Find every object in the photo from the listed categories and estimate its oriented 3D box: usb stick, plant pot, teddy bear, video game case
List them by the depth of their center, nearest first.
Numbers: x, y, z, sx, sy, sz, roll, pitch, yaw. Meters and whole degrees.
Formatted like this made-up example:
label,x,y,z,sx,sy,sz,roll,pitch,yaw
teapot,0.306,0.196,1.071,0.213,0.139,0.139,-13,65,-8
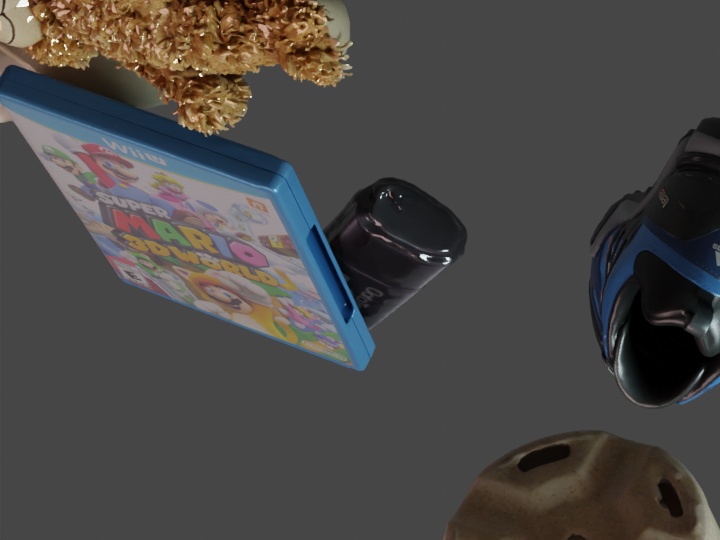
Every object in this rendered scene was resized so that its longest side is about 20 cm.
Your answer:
label,x,y,z,sx,sy,sz,roll,pitch,yaw
teddy bear,-0.089,-0.113,0.863,0.200,0.067,0.145,20,155,28
video game case,-0.076,-0.020,1.024,0.143,0.018,0.200,20,161,20
usb stick,0.000,0.000,1.057,0.055,0.033,0.200,26,161,-7
plant pot,0.126,0.188,1.127,0.200,0.201,0.184,18,145,33

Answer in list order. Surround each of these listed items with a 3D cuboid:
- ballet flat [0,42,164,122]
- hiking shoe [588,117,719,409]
label,x,y,z,sx,sy,sz,roll,pitch,yaw
ballet flat,-0.183,-0.105,1.023,0.200,0.070,0.069,26,160,14
hiking shoe,0.113,0.014,0.842,0.074,0.087,0.200,28,160,8
